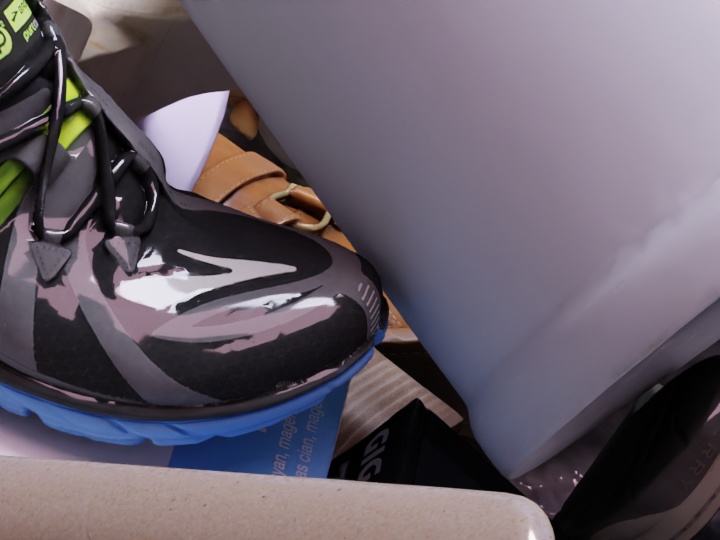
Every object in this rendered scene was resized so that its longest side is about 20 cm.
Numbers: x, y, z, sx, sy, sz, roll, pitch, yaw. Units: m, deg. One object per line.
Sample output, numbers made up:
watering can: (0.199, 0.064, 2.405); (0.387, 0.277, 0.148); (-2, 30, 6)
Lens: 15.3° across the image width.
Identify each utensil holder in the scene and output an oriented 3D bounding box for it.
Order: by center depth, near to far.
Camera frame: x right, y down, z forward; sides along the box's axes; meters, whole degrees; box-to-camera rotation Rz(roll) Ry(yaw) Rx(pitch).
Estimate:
utensil holder: (0.045, -0.078, 0.666); (0.170, 0.170, 0.200); (-27, 76, -47)

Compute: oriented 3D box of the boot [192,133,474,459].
boot: (0.000, 0.000, 0.868); (0.154, 0.074, 0.200); (37, 35, 23)

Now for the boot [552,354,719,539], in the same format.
boot: (0.130, 0.096, 0.758); (0.150, 0.200, 0.073); (35, 77, 3)

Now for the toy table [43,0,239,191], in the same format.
toy table: (-0.087, -0.084, 0.775); (0.183, 0.117, 0.201); (15, 61, -17)

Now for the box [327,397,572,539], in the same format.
box: (0.054, 0.161, 0.652); (0.200, 0.050, 0.199); (44, 29, -18)

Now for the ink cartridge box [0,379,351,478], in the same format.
ink cartridge box: (-0.120, 0.060, 0.670); (0.199, 0.129, 0.126); (22, 35, -5)

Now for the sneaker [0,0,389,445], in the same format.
sneaker: (-0.085, -0.025, 0.617); (0.199, 0.083, 0.071); (26, 33, -2)

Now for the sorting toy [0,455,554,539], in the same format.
sorting toy: (-0.029, 0.139, 0.518); (0.184, 0.202, 0.036); (0, 3, 41)

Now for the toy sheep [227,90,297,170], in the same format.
toy sheep: (0.026, -0.086, 0.943); (0.199, 0.138, 0.138); (-6, 45, -19)
